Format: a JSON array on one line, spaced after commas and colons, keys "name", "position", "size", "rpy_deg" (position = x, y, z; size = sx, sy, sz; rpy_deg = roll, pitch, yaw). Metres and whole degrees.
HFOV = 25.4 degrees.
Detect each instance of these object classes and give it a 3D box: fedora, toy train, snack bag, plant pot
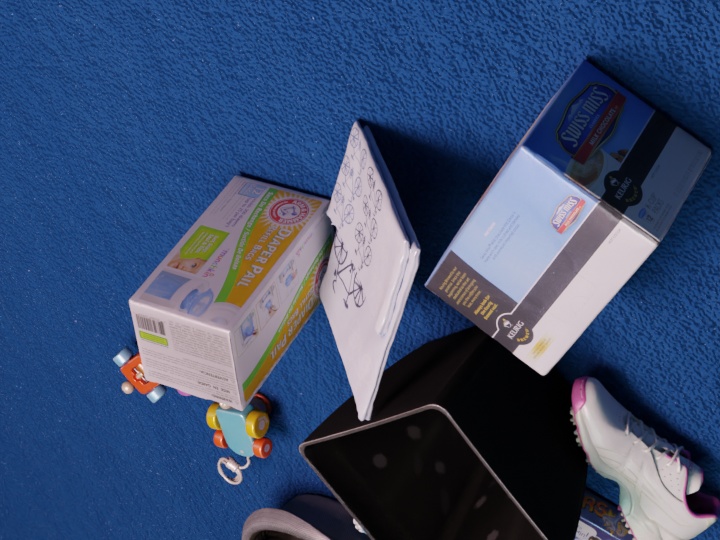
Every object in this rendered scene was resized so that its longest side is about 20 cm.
[{"name": "fedora", "position": [-0.037, 0.325, 1.814], "size": [0.199, 0.090, 0.178], "rpy_deg": [18, 134, 31]}, {"name": "toy train", "position": [-0.176, 0.138, 1.777], "size": [0.200, 0.056, 0.150], "rpy_deg": [45, 140, -3]}, {"name": "snack bag", "position": [0.000, 0.000, 1.423], "size": [0.021, 0.189, 0.201], "rpy_deg": [1, 129, -19]}, {"name": "plant pot", "position": [0.102, 0.161, 1.498], "size": [0.199, 0.178, 0.201], "rpy_deg": [-22, 112, 46]}]

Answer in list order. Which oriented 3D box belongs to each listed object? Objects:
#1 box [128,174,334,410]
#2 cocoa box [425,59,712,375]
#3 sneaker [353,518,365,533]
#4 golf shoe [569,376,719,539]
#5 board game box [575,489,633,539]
[{"name": "box", "position": [-0.113, 0.016, 1.504], "size": [0.112, 0.200, 0.102], "rpy_deg": [15, 135, 22]}, {"name": "cocoa box", "position": [0.165, -0.041, 1.300], "size": [0.131, 0.134, 0.200], "rpy_deg": [36, 139, 3]}, {"name": "sneaker", "position": [0.047, 0.222, 1.677], "size": [0.086, 0.075, 0.201], "rpy_deg": [21, 137, 10]}, {"name": "golf shoe", "position": [0.265, 0.172, 1.484], "size": [0.091, 0.076, 0.201], "rpy_deg": [-20, 116, 28]}, {"name": "board game box", "position": [0.219, 0.279, 1.628], "size": [0.199, 0.035, 0.136], "rpy_deg": [31, 139, 8]}]
